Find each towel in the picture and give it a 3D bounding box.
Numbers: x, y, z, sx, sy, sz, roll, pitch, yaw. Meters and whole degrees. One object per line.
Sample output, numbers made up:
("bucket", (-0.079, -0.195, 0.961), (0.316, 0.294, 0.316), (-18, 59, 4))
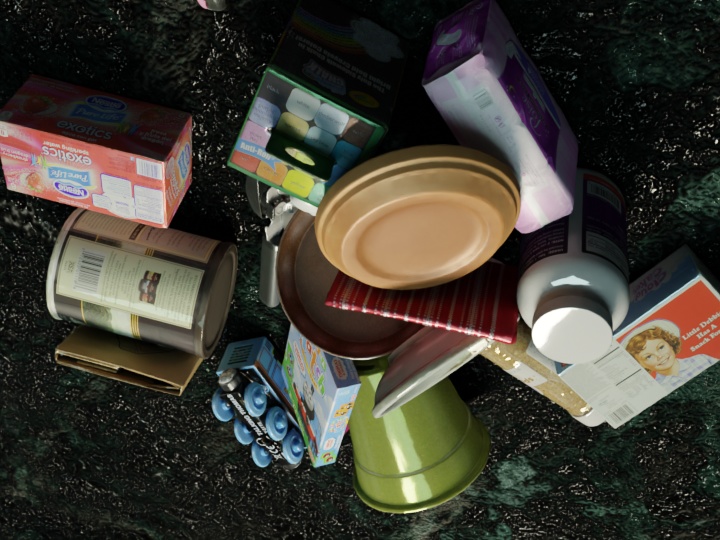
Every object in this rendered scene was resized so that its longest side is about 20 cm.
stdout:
("towel", (0.073, 0.020, 0.907), (0.196, 0.145, 0.023), (11, 119, 8))

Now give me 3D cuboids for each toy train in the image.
("toy train", (-0.133, 0.194, 1.231), (0.085, 0.115, 0.201), (-12, 128, 29))

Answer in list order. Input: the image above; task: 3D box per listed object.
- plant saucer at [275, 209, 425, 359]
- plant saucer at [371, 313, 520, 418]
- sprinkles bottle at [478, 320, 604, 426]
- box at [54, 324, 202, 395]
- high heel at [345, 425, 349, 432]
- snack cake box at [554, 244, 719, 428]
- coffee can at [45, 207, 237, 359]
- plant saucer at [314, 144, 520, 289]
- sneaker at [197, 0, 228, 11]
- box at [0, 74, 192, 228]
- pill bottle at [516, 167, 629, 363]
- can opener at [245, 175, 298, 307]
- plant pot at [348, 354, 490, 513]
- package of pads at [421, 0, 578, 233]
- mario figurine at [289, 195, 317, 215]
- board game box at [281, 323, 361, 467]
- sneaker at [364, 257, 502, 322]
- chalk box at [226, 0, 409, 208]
("plant saucer", (0.000, 0.000, 0.997), (0.196, 0.205, 0.034), (7, 177, 9))
("plant saucer", (0.086, 0.091, 0.966), (0.051, 0.199, 0.200), (55, 132, 13))
("sprinkles bottle", (0.234, 0.121, 1.094), (0.198, 0.069, 0.068), (33, 132, -15))
("box", (-0.279, 0.089, 1.121), (0.160, 0.200, 0.022), (15, 110, 1))
("high heel", (-0.039, 0.141, 1.167), (0.066, 0.097, 0.202), (7, 134, 10))
("snack cake box", (0.333, 0.079, 0.996), (0.115, 0.068, 0.199), (41, 116, -19))
("coffee can", (-0.268, 0.013, 1.077), (0.196, 0.148, 0.148), (14, 135, 3))
("plant saucer", (0.056, -0.039, 0.805), (0.196, 0.038, 0.201), (-6, 148, -4))
("sneaker", (-0.097, -0.317, 0.780), (0.094, 0.080, 0.201), (13, 137, -14))
("box", (-0.298, -0.135, 0.982), (0.196, 0.096, 0.104), (13, 135, 3))
("pill bottle", (0.218, -0.006, 0.885), (0.110, 0.202, 0.114), (8, 135, 8))
("can opener", (-0.104, -0.043, 1.056), (0.066, 0.052, 0.202), (36, 141, 30))
("plant pot", (0.053, 0.174, 1.130), (0.196, 0.201, 0.193), (-9, 117, 23))
("package of pads", (0.140, -0.148, 0.830), (0.075, 0.122, 0.201), (-20, 125, 31))
("mario figurine", (0.001, -0.090, 0.922), (0.198, 0.123, 0.107), (32, 98, 12))
("board game box", (-0.055, 0.136, 1.104), (0.036, 0.153, 0.202), (-9, 144, -21))
("sneaker", (0.099, 0.032, 1.057), (0.196, 0.080, 0.100), (-3, 161, 5))
("chalk box", (-0.043, -0.149, 0.824), (0.123, 0.202, 0.125), (25, 134, -9))
